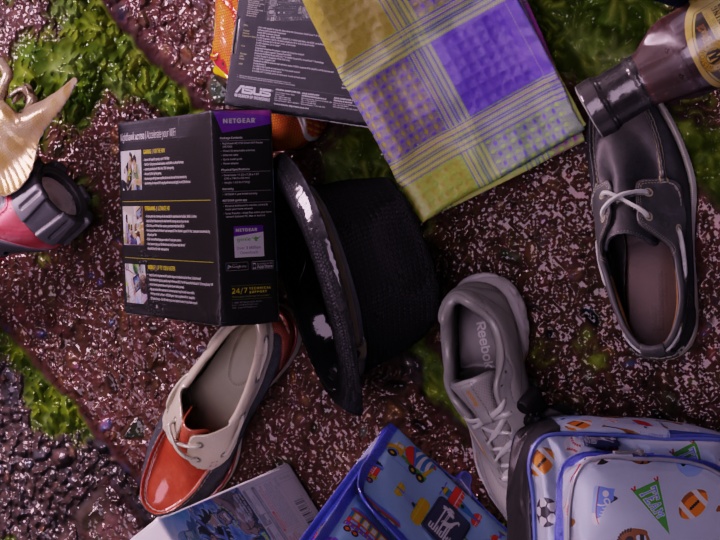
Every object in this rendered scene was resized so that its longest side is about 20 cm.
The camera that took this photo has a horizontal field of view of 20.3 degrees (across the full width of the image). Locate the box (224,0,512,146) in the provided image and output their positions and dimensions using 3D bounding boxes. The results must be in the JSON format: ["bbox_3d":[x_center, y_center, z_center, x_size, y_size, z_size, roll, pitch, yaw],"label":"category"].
[{"bbox_3d":[0.011,-0.182,1.438,0.198,0.044,0.162,8,96,-1],"label":"box"}]

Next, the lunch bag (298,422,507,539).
[{"bbox_3d":[0.033,0.214,1.414,0.150,0.200,0.094,41,135,-3],"label":"lunch bag"}]

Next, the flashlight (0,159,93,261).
[{"bbox_3d":[-0.301,-0.007,1.604,0.200,0.068,0.068,-39,78,24],"label":"flashlight"}]

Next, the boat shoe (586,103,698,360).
[{"bbox_3d":[0.195,-0.038,1.398,0.071,0.068,0.202,-10,85,23],"label":"boat shoe"}]

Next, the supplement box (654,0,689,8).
[{"bbox_3d":[0.231,-0.313,1.331,0.199,0.134,0.201,-34,81,20],"label":"supplement box"}]

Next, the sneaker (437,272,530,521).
[{"bbox_3d":[0.095,0.103,1.431,0.075,0.092,0.201,-21,86,21],"label":"sneaker"}]

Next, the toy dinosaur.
[{"bbox_3d":[-0.267,-0.110,1.562,0.200,0.058,0.102,-39,52,29],"label":"toy dinosaur"}]

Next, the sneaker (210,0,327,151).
[{"bbox_3d":[-0.086,-0.185,1.500,0.077,0.073,0.202,-16,86,23],"label":"sneaker"}]

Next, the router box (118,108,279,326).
[{"bbox_3d":[-0.121,-0.039,1.470,0.200,0.051,0.151,4,97,64],"label":"router box"}]

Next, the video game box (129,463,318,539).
[{"bbox_3d":[-0.058,0.251,1.452,0.047,0.182,0.201,-38,79,25],"label":"video game box"}]

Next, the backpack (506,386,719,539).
[{"bbox_3d":[0.200,0.184,1.354,0.189,0.154,0.202,-1,96,-11],"label":"backpack"}]

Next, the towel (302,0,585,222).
[{"bbox_3d":[0.057,-0.151,1.409,0.143,0.023,0.201,-26,96,2],"label":"towel"}]

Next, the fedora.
[{"bbox_3d":[0.000,0.000,1.443,0.091,0.201,0.202,-18,85,-11],"label":"fedora"}]

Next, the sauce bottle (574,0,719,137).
[{"bbox_3d":[0.241,-0.156,1.359,0.199,0.066,0.066,-32,81,11],"label":"sauce bottle"}]

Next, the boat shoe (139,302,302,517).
[{"bbox_3d":[-0.115,0.109,1.533,0.071,0.062,0.201,38,107,14],"label":"boat shoe"}]
